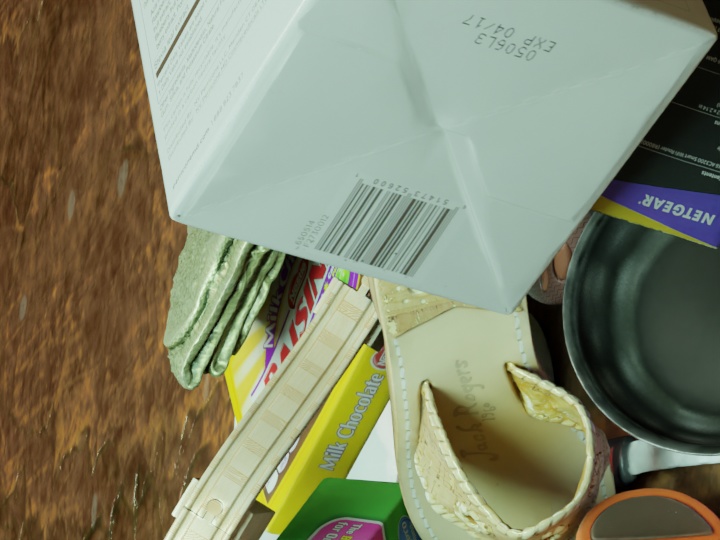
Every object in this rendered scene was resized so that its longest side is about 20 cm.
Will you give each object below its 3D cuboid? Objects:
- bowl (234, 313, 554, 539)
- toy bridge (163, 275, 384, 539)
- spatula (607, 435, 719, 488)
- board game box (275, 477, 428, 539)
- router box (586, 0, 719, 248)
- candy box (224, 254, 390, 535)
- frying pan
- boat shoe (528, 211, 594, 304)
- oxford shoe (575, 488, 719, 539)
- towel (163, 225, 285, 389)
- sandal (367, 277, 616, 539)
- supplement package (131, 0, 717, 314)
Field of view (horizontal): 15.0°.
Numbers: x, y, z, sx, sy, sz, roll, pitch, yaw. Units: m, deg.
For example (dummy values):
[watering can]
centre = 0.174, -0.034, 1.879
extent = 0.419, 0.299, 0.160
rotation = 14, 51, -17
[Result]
[bowl]
centre = 0.021, 0.058, 1.153
extent = 0.201, 0.090, 0.201
rotation = -173, 90, -68
[toy bridge]
centre = -0.048, 0.087, 0.979
extent = 0.200, 0.027, 0.067
rotation = -59, -8, 0
[spatula]
centre = 0.112, 0.068, 1.014
extent = 0.200, 0.021, 0.057
rotation = 158, 113, -66
[board game box]
centre = -0.023, 0.194, 0.996
extent = 0.040, 0.200, 0.153
rotation = 1, 122, 31
[router box]
centre = 0.090, -0.122, 0.883
extent = 0.157, 0.052, 0.200
rotation = -66, 27, 18
[candy box]
centre = 0.000, 0.000, 1.065
extent = 0.102, 0.026, 0.200
rotation = -105, 35, -49
[frying pan]
centre = 0.094, -0.002, 0.942
extent = 0.190, 0.031, 0.115
rotation = 20, 81, 32
[boat shoe]
centre = 0.072, -0.051, 1.086
extent = 0.200, 0.072, 0.076
rotation = -123, 30, -50
[oxford shoe]
centre = 0.123, 0.166, 0.921
extent = 0.200, 0.071, 0.073
rotation = -104, 8, -47
[towel]
centre = -0.036, -0.044, 1.109
extent = 0.148, 0.036, 0.200
rotation = -62, 5, 17
[sandal]
centre = 0.049, 0.064, 0.971
extent = 0.070, 0.078, 0.212
rotation = -108, -1, -55
[supplement package]
centre = 0.006, -0.106, 0.840
extent = 0.120, 0.121, 0.200
rotation = -56, 31, 33
